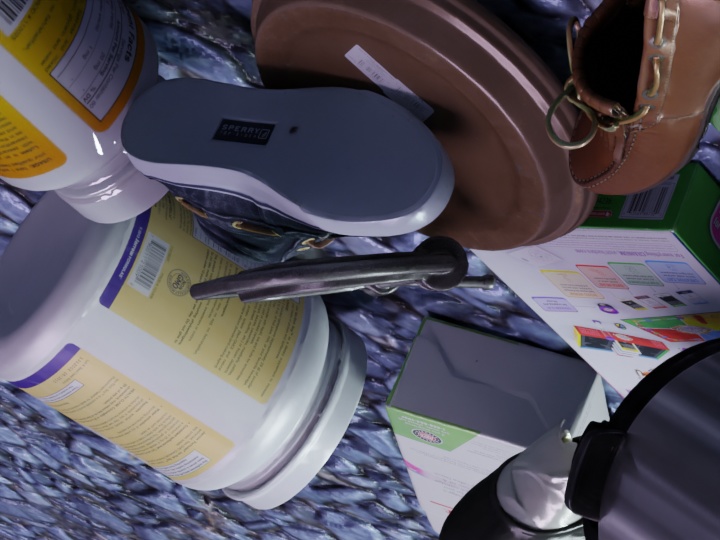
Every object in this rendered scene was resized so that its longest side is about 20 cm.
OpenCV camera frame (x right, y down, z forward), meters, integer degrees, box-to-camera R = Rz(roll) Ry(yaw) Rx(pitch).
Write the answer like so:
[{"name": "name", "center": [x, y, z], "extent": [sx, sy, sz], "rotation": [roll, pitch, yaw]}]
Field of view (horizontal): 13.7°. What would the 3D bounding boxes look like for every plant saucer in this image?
[{"name": "plant saucer", "center": [0.025, -0.078, 1.462], "extent": [0.199, 0.030, 0.200], "rotation": [30, 153, 17]}]

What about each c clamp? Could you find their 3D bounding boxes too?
[{"name": "c clamp", "center": [0.000, 0.000, 1.521], "extent": [0.170, 0.027, 0.200], "rotation": [-3, 179, -7]}]

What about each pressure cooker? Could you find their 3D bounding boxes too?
[{"name": "pressure cooker", "center": [0.209, 0.126, 1.481], "extent": [0.176, 0.178, 0.200], "rotation": [61, 167, -26]}]

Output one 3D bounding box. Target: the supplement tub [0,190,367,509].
[{"name": "supplement tub", "center": [-0.110, 0.041, 1.776], "extent": [0.200, 0.146, 0.145], "rotation": [33, 157, -23]}]

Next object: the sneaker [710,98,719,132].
[{"name": "sneaker", "center": [0.229, -0.018, 1.348], "extent": [0.200, 0.084, 0.074], "rotation": [43, 147, -10]}]

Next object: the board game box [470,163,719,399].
[{"name": "board game box", "center": [0.159, 0.013, 1.577], "extent": [0.152, 0.040, 0.200], "rotation": [3, 151, 42]}]

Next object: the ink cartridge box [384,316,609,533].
[{"name": "ink cartridge box", "center": [0.092, 0.112, 1.843], "extent": [0.117, 0.068, 0.200], "rotation": [16, 157, 17]}]

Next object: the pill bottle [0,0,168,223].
[{"name": "pill bottle", "center": [-0.173, -0.111, 1.528], "extent": [0.111, 0.112, 0.200], "rotation": [4, 152, 40]}]

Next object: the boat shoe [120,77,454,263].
[{"name": "boat shoe", "center": [-0.021, -0.042, 1.481], "extent": [0.200, 0.071, 0.091], "rotation": [15, 158, 39]}]

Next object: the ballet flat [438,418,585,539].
[{"name": "ballet flat", "center": [0.135, 0.110, 1.696], "extent": [0.069, 0.199, 0.068], "rotation": [85, 161, -54]}]

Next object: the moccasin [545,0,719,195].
[{"name": "moccasin", "center": [0.120, -0.089, 1.308], "extent": [0.077, 0.074, 0.201], "rotation": [2, 162, -11]}]
